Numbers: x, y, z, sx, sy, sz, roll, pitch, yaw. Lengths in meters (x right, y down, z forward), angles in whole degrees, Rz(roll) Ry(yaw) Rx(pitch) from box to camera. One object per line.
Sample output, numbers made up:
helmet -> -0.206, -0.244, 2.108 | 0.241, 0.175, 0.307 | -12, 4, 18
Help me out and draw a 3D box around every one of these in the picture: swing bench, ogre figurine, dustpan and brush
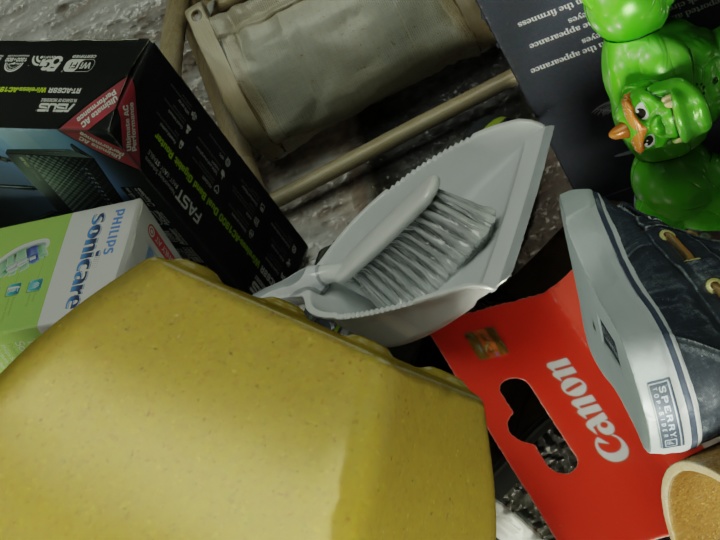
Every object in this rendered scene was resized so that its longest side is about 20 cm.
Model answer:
swing bench -> -0.020, -0.168, 1.115 | 0.198, 0.130, 0.200 | -26, 43, 10
ogre figurine -> 0.170, -0.089, 0.850 | 0.119, 0.200, 0.098 | -12, 43, 16
dustpan and brush -> 0.000, 0.000, 0.923 | 0.200, 0.057, 0.140 | -40, 18, 37

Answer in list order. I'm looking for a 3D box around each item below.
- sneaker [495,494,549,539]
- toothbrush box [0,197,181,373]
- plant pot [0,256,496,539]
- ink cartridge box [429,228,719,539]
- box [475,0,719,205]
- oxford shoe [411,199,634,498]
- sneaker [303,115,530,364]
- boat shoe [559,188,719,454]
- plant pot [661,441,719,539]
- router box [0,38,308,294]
sneaker -> 0.015, 0.131, 0.841 | 0.200, 0.075, 0.085 | 24, 73, 33
toothbrush box -> -0.181, 0.055, 1.014 | 0.199, 0.146, 0.086 | -10, 45, 23
plant pot -> -0.052, 0.112, 0.735 | 0.194, 0.195, 0.201 | 23, 88, 25
ink cartridge box -> 0.154, 0.039, 0.858 | 0.199, 0.057, 0.163 | -10, 43, -22
box -> 0.147, -0.138, 0.948 | 0.147, 0.200, 0.105 | -19, 48, 13
oxford shoe -> 0.081, 0.034, 0.936 | 0.073, 0.084, 0.200 | 23, 68, 40
sneaker -> 0.021, -0.008, 1.009 | 0.081, 0.074, 0.200 | 22, 67, 41
boat shoe -> 0.144, 0.012, 0.796 | 0.090, 0.071, 0.200 | -14, 24, 1
plant pot -> 0.256, 0.107, 0.738 | 0.199, 0.187, 0.187 | -30, 47, -10
router box -> -0.140, -0.046, 1.032 | 0.149, 0.200, 0.062 | 4, 59, 31
